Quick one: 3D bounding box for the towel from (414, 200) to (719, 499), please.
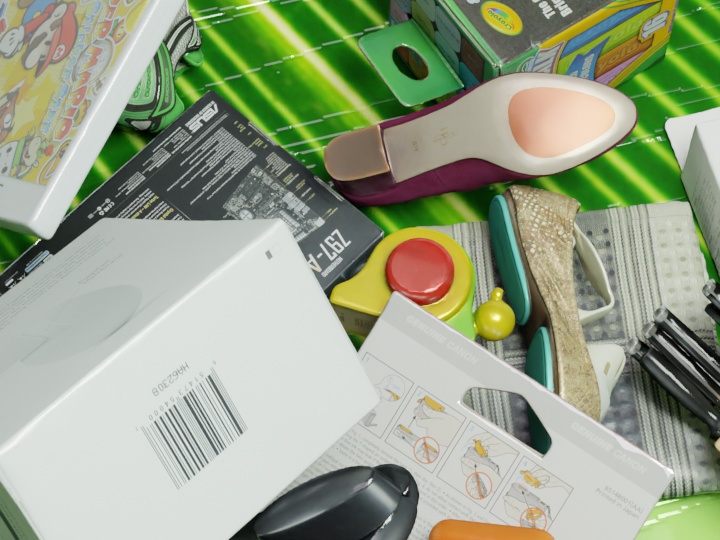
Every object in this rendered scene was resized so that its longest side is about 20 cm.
[{"bbox_3d":[0.132,0.053,1.223,0.191,0.035,0.201,-5,65,1],"label":"towel"}]

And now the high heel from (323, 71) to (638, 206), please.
[{"bbox_3d":[0.077,-0.082,1.232,0.198,0.096,0.068,-5,85,9],"label":"high heel"}]

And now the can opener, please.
[{"bbox_3d":[-0.057,0.152,1.033,0.199,0.079,0.064,-26,33,21],"label":"can opener"}]

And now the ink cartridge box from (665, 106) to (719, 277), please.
[{"bbox_3d":[0.280,-0.042,1.246,0.115,0.068,0.201,-13,63,-7],"label":"ink cartridge box"}]

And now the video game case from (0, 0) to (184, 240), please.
[{"bbox_3d":[-0.204,-0.122,1.239,0.181,0.023,0.201,13,71,47],"label":"video game case"}]

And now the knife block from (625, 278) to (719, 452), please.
[{"bbox_3d":[0.244,0.105,1.140,0.174,0.064,0.202,-2,92,13],"label":"knife block"}]

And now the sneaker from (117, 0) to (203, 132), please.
[{"bbox_3d":[-0.147,-0.173,1.324,0.085,0.078,0.201,30,50,-28],"label":"sneaker"}]

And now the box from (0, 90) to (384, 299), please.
[{"bbox_3d":[-0.108,0.001,1.238,0.160,0.044,0.200,39,69,18],"label":"box"}]

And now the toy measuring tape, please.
[{"bbox_3d":[0.000,0.000,1.187,0.199,0.074,0.074,15,64,8],"label":"toy measuring tape"}]

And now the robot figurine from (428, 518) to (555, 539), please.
[{"bbox_3d":[0.062,0.211,1.038,0.198,0.117,0.145,0,89,14],"label":"robot figurine"}]

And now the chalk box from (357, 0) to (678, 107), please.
[{"bbox_3d":[0.095,-0.167,1.282,0.199,0.124,0.125,-30,67,-13],"label":"chalk box"}]

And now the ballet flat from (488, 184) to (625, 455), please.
[{"bbox_3d":[0.126,0.037,1.178,0.065,0.071,0.201,-3,67,-10],"label":"ballet flat"}]

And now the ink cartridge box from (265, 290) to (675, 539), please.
[{"bbox_3d":[0.056,0.139,1.133,0.199,0.045,0.177,33,90,15],"label":"ink cartridge box"}]

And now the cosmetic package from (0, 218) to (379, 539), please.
[{"bbox_3d":[-0.135,0.075,1.039,0.199,0.123,0.199,-40,24,-27],"label":"cosmetic package"}]
